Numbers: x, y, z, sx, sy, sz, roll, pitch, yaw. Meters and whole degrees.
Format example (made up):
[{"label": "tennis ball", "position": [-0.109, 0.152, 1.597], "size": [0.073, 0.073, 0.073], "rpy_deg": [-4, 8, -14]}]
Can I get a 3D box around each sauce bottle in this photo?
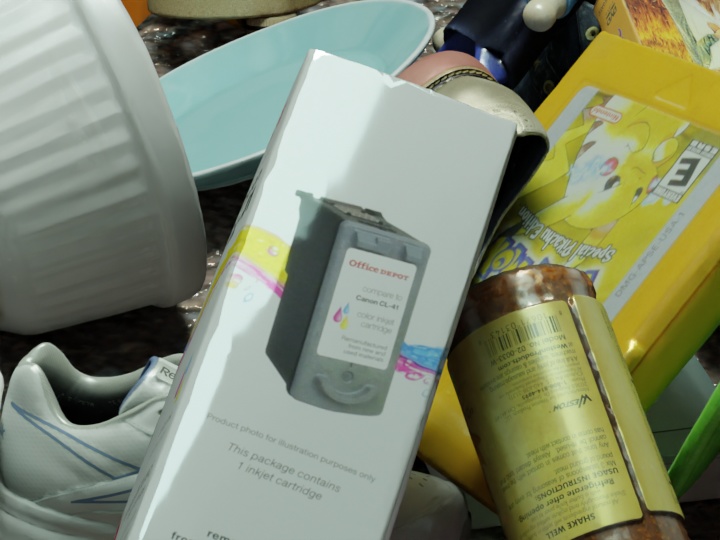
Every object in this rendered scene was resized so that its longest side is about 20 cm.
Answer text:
[{"label": "sauce bottle", "position": [0.084, 0.096, 0.905], "size": [0.066, 0.066, 0.200], "rpy_deg": [-9, 64, -16]}]

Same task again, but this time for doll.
[{"label": "doll", "position": [0.064, -0.111, 1.260], "size": [0.200, 0.048, 0.136], "rpy_deg": [-52, 14, -8]}]

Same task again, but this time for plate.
[{"label": "plate", "position": [-0.051, -0.085, 1.314], "size": [0.200, 0.026, 0.200], "rpy_deg": [-20, 22, 8]}]

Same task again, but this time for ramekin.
[{"label": "ramekin", "position": [-0.155, -0.062, 1.157], "size": [0.094, 0.202, 0.202], "rpy_deg": [-25, 35, -16]}]

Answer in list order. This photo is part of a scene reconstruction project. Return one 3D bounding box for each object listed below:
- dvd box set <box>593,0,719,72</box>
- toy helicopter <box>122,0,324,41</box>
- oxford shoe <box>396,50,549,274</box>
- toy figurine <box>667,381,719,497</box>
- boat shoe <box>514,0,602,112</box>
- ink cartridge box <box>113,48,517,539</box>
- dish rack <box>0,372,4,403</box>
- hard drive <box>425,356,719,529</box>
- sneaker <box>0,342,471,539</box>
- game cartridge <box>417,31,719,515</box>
[{"label": "dvd box set", "position": [0.205, -0.061, 1.218], "size": [0.146, 0.029, 0.200], "rpy_deg": [4, 46, -20]}, {"label": "toy helicopter", "position": [-0.064, -0.174, 1.503], "size": [0.132, 0.079, 0.200], "rpy_deg": [2, 16, 23]}, {"label": "oxford shoe", "position": [0.000, 0.000, 1.059], "size": [0.070, 0.200, 0.075], "rpy_deg": [33, 5, -39]}, {"label": "toy figurine", "position": [0.241, 0.051, 0.969], "size": [0.184, 0.200, 0.150], "rpy_deg": [31, 3, 10]}, {"label": "boat shoe", "position": [0.132, -0.081, 1.275], "size": [0.071, 0.091, 0.200], "rpy_deg": [1, 25, -26]}, {"label": "ink cartridge box", "position": [-0.024, 0.046, 0.899], "size": [0.086, 0.148, 0.200], "rpy_deg": [20, 64, -4]}, {"label": "dish rack", "position": [-0.241, 0.099, 0.994], "size": [0.200, 0.044, 0.172], "rpy_deg": [-6, 29, 1]}, {"label": "hard drive", "position": [0.080, 0.043, 1.128], "size": [0.132, 0.027, 0.200], "rpy_deg": [-6, 29, -11]}, {"label": "sneaker", "position": [-0.055, 0.081, 0.995], "size": [0.200, 0.087, 0.075], "rpy_deg": [7, 27, 10]}, {"label": "game cartridge", "position": [0.086, -0.001, 1.041], "size": [0.200, 0.032, 0.176], "rpy_deg": [-49, 29, -6]}]
